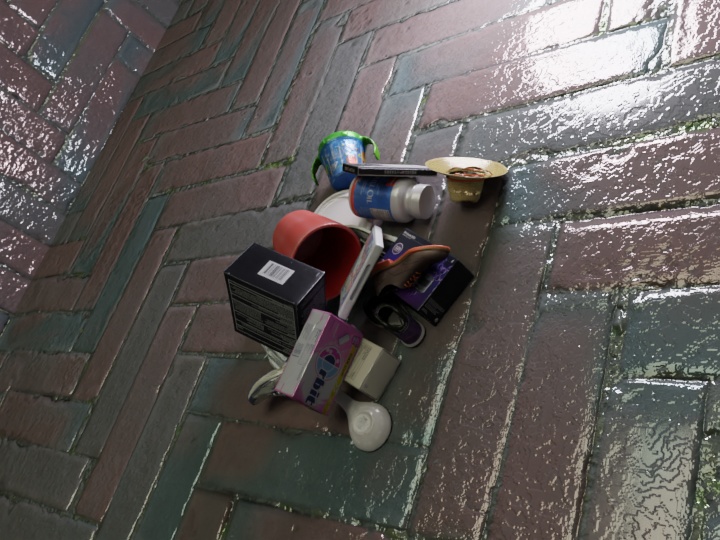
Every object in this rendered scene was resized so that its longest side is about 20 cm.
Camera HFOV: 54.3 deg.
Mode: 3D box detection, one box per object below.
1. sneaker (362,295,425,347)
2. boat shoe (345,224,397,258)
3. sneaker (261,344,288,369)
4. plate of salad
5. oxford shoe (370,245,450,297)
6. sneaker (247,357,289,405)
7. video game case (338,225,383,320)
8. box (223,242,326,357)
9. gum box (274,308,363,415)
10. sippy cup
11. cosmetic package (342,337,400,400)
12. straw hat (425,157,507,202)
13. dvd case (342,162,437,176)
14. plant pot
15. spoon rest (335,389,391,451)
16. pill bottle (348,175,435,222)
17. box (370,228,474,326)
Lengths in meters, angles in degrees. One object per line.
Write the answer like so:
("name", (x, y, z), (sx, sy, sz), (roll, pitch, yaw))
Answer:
("sneaker", (0.059, 0.091, 1.558), (0.076, 0.087, 0.200), (-54, 39, -4))
("boat shoe", (0.024, -0.063, 1.710), (0.199, 0.075, 0.061), (16, 78, 42))
("sneaker", (-0.204, 0.187, 1.752), (0.073, 0.071, 0.200), (-43, 61, 6))
("plate of salad", (-0.048, -0.124, 1.851), (0.199, 0.048, 0.201), (-15, 56, 23))
("oxford shoe", (0.110, 0.002, 1.490), (0.199, 0.071, 0.073), (-24, 64, 37))
("sneaker", (-0.178, 0.267, 1.645), (0.199, 0.077, 0.086), (-37, 75, 12))
("video game case", (0.000, 0.000, 1.581), (0.183, 0.023, 0.200), (-62, 6, 13))
("box", (-0.188, 0.072, 1.593), (0.199, 0.199, 0.123), (23, 48, 21))
("gum box", (-0.084, 0.189, 1.484), (0.066, 0.113, 0.201), (9, 69, 47))
("sippy cup", (-0.042, -0.288, 1.925), (0.178, 0.139, 0.131), (-46, 44, 43))
("cosmetic package", (-0.017, 0.198, 1.560), (0.199, 0.071, 0.106), (24, 79, 50))
("straw hat", (0.239, -0.197, 1.607), (0.201, 0.200, 0.086), (28, 124, 50))
("dvd case", (0.069, -0.246, 1.716), (0.150, 0.198, 0.025), (-144, 55, -71))
("plant pot", (-0.120, -0.051, 1.719), (0.201, 0.200, 0.177), (-50, 39, 0))
("spoon rest", (-0.011, 0.303, 1.497), (0.200, 0.061, 0.100), (37, 89, 37))
("pill bottle", (0.078, -0.177, 1.718), (0.199, 0.112, 0.113), (9, 66, 33))
("box", (0.133, 0.010, 1.562), (0.141, 0.079, 0.200), (-50, 39, -3))
